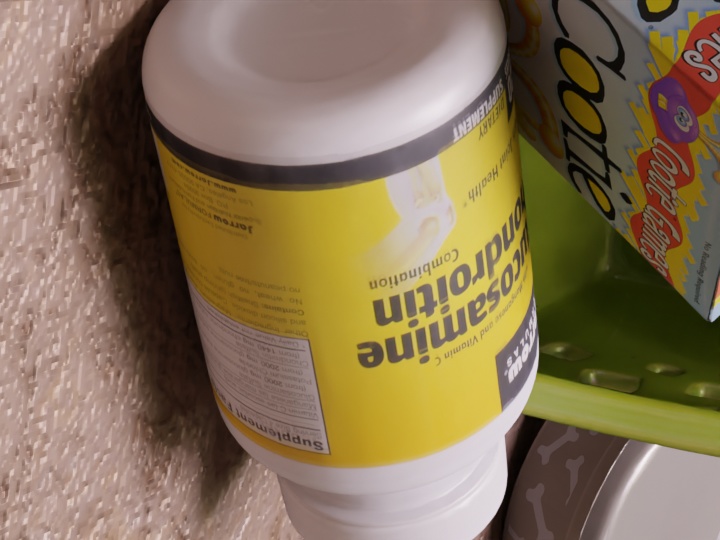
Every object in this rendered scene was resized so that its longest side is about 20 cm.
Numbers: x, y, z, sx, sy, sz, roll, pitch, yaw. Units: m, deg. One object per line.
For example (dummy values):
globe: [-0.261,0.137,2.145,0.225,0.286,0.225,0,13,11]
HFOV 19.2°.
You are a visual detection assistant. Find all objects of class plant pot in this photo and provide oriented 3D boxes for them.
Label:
plant pot: [0.143,-0.039,0.837,0.181,0.199,0.200,-7,107,-73]

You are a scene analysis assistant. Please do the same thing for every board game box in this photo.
board game box: [0.085,-0.103,0.675,0.105,0.200,0.103,-34,153,-18]

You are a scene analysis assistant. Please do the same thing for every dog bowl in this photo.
dog bowl: [0.150,0.122,1.087,0.200,0.059,0.201,-24,126,-37]

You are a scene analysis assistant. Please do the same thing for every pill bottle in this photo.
pill bottle: [0.000,0.000,0.692,0.112,0.112,0.201,-56,148,-40]
